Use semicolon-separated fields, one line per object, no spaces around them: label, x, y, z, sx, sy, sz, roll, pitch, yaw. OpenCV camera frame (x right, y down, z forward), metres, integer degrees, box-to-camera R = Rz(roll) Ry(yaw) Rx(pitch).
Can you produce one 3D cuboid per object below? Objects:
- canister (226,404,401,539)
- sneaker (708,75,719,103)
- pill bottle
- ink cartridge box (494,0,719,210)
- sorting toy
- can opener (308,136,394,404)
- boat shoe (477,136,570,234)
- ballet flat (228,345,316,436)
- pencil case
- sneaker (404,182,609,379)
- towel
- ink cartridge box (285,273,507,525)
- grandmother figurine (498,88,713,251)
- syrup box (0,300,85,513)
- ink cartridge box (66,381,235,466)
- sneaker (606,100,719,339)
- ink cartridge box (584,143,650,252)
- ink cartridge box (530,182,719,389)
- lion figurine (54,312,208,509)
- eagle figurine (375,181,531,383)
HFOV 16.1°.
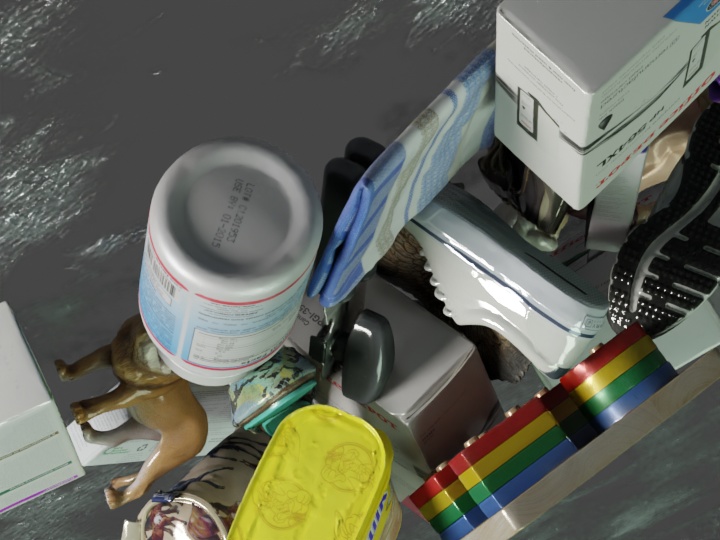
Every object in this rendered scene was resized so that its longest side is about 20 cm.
canister;-0.029;0.192;1.845;0.200;0.086;0.149;73;40;-72
sneaker;0.275;-0.165;1.764;0.088;0.081;0.200;-18;163;-2
pill bottle;-0.088;0.002;1.646;0.108;0.109;0.200;-22;163;-17
ink cartridge box;0.160;-0.142;1.578;0.146;0.084;0.200;-44;165;-10
sorting toy;0.135;0.118;1.776;0.198;0.070;0.200;-35;173;-20
can opener;0.000;0.000;1.738;0.053;0.066;0.201;-47;150;-42
boat shoe;0.116;-0.069;1.764;0.075;0.073;0.200;-62;175;-6
ballet flat;-0.070;0.078;1.804;0.074;0.075;0.200;-25;172;-7
pencil case;-0.096;0.165;1.915;0.200;0.089;0.078;-41;150;-59
sneaker;0.074;0.000;1.720;0.073;0.200;0.071;-1;124;-57
towel;0.045;-0.072;1.625;0.200;0.024;0.147;-46;169;-34
ink cartridge box;0.034;0.100;1.897;0.083;0.146;0.200;-45;145;-15
grandmother figurine;0.195;-0.073;1.937;0.199;0.061;0.121;-28;125;15
syrup box;-0.248;0.099;1.736;0.081;0.079;0.200;-25;163;-9
ink cartridge box;-0.098;0.082;1.974;0.200;0.041;0.199;-37;160;28
sneaker;0.238;-0.026;1.838;0.200;0.074;0.080;-57;171;-21
ink cartridge box;0.183;-0.095;1.775;0.037;0.095;0.200;7;157;1
ink cartridge box;0.211;0.024;2.052;0.146;0.085;0.200;-31;-165;13
lion figurine;-0.147;0.094;1.846;0.122;0.073;0.200;-20;150;-7
eagle figurine;0.079;0.006;1.873;0.151;0.152;0.200;-3;-178;16
